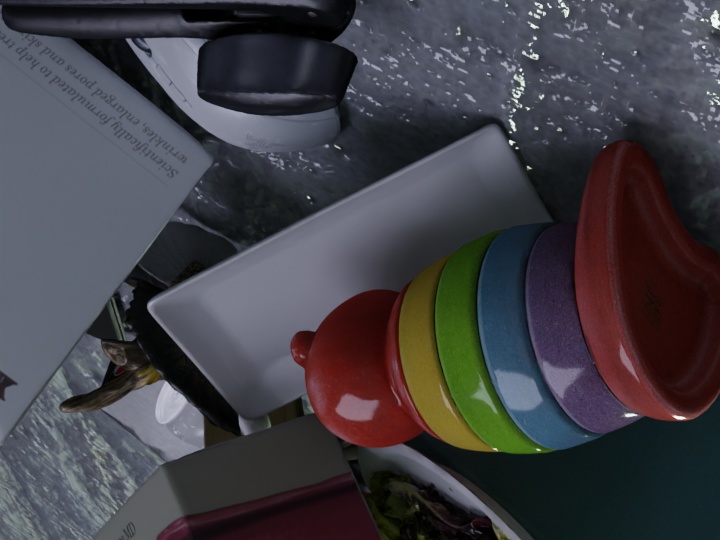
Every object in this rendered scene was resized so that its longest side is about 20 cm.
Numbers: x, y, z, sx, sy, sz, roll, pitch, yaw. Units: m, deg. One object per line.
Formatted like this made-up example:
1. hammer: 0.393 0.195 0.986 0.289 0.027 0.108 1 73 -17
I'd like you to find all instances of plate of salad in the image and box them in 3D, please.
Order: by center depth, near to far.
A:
1. plate of salad: 0.060 0.171 0.881 0.200 0.048 0.200 43 160 20

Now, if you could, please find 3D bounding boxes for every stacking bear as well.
1. stacking bear: 0.060 0.035 0.782 0.199 0.114 0.122 -16 130 35

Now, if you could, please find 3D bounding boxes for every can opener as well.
1. can opener: -0.093 -0.125 0.763 0.199 0.079 0.063 11 155 19

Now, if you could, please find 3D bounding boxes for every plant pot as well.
1. plant pot: 0.121 0.115 0.911 0.200 0.141 0.142 35 158 15

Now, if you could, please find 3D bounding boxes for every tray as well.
1. tray: 0.000 0.000 0.842 0.199 0.022 0.108 -27 130 11

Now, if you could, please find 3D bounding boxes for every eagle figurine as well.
1. eagle figurine: -0.077 0.046 1.000 0.151 0.152 0.200 39 156 -15

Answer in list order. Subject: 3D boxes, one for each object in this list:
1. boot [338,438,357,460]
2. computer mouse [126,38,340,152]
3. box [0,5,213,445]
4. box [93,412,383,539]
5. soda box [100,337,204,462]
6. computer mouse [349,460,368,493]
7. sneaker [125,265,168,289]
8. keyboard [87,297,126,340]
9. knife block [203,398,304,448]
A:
1. boot: 0.064 0.126 1.092 0.173 0.070 0.200 26 164 -4
2. computer mouse: -0.098 -0.118 0.849 0.200 0.044 0.110 36 155 -6
3. box: -0.223 -0.045 0.923 0.199 0.200 0.131 39 175 -13
4. box: -0.046 0.199 0.888 0.128 0.109 0.201 -47 64 52
5. soda box: -0.106 0.128 1.273 0.200 0.063 0.071 41 119 -19
6. computer mouse: -0.048 0.172 1.231 0.199 0.034 0.059 -11 134 9
7. sneaker: -0.202 -0.024 1.099 0.200 0.090 0.070 44 154 -22
8. keyboard: -0.247 -0.009 1.274 0.127 0.021 0.200 21 153 12
9. knife block: -0.066 0.138 1.065 0.064 0.201 0.176 -9 177 1
